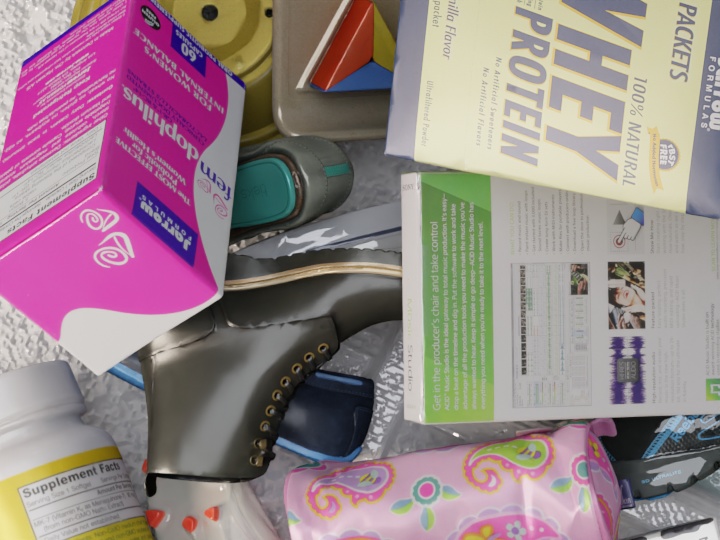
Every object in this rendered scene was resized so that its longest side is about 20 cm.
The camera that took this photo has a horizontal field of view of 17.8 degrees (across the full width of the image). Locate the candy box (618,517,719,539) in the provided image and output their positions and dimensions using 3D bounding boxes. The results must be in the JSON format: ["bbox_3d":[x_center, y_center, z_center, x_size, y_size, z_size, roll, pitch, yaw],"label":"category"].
[{"bbox_3d":[0.140,0.254,1.384,0.200,0.072,0.168,-16,81,0],"label":"candy box"}]

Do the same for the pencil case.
[{"bbox_3d":[0.057,0.140,1.362,0.200,0.087,0.088,-11,81,14],"label":"pencil case"}]

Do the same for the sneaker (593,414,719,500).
[{"bbox_3d":[0.239,0.076,1.400,0.200,0.073,0.082,-18,92,0],"label":"sneaker"}]

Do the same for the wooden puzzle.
[{"bbox_3d":[0.038,-0.181,1.407,0.185,0.046,0.200,-5,102,-20],"label":"wooden puzzle"}]

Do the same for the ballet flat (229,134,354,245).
[{"bbox_3d":[-0.084,-0.043,1.420,0.200,0.064,0.067,-8,97,44],"label":"ballet flat"}]

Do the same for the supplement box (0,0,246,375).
[{"bbox_3d":[-0.140,-0.055,1.320,0.103,0.200,0.101,-31,124,27],"label":"supplement box"}]

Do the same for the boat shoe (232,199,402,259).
[{"bbox_3d":[0.000,0.000,1.432,0.200,0.072,0.066,-15,83,-5],"label":"boat shoe"}]

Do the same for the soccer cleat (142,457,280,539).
[{"bbox_3d":[-0.075,0.179,1.412,0.069,0.078,0.200,-37,61,16],"label":"soccer cleat"}]

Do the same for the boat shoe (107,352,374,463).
[{"bbox_3d":[-0.087,0.058,1.428,0.200,0.084,0.069,23,84,-11],"label":"boat shoe"}]

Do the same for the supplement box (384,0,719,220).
[{"bbox_3d":[0.150,-0.124,1.292,0.200,0.200,0.134,12,106,25],"label":"supplement box"}]

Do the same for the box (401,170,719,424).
[{"bbox_3d":[0.121,0.014,1.330,0.200,0.036,0.144,0,90,-20],"label":"box"}]

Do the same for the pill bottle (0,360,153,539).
[{"bbox_3d":[-0.186,0.163,1.391,0.114,0.114,0.200,-22,81,-1],"label":"pill bottle"}]

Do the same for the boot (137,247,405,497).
[{"bbox_3d":[-0.034,0.061,1.351,0.200,0.077,0.138,-4,78,11],"label":"boot"}]

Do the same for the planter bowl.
[{"bbox_3d":[-0.091,-0.153,1.448,0.200,0.083,0.201,0,82,2],"label":"planter bowl"}]
